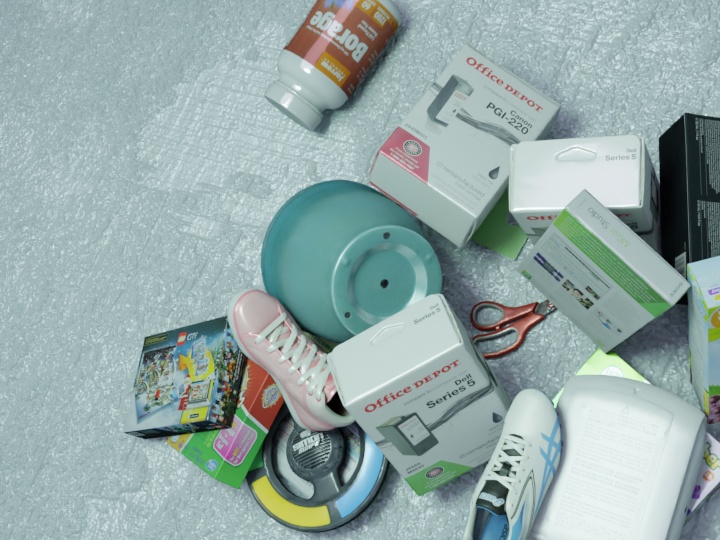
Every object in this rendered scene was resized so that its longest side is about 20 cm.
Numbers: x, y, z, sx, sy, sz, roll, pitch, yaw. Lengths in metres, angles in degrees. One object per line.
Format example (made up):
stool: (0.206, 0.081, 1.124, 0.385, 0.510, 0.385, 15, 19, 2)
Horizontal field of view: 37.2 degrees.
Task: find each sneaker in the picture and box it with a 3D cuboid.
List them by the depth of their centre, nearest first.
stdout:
sneaker: (0.158, 0.221, 1.122, 0.072, 0.072, 0.201, 14, 83, 32)
sneaker: (-0.067, 0.102, 1.237, 0.075, 0.201, 0.104, -42, 19, -31)

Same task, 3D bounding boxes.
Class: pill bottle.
pill bottle: (-0.042, -0.296, 1.460, 0.112, 0.112, 0.200, 34, 89, 27)

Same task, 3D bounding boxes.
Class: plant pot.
plant pot: (0.000, 0.000, 1.260, 0.201, 0.200, 0.188, -58, 21, -2)

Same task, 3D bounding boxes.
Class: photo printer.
photo printer: (0.273, 0.216, 1.148, 0.166, 0.069, 0.201, 14, 79, 28)

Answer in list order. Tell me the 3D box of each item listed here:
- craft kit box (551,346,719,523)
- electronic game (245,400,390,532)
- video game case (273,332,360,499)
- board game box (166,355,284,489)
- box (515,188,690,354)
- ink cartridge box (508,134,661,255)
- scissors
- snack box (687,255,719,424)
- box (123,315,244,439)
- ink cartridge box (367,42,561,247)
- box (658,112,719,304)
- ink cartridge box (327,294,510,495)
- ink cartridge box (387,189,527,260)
craft kit box: (0.285, 0.220, 1.205, 0.198, 0.049, 0.200, -47, 63, 0)
electronic game: (-0.055, 0.221, 1.320, 0.199, 0.042, 0.201, -7, 71, 22)
video game case: (-0.057, 0.178, 1.371, 0.200, 0.022, 0.182, 36, 90, 28)
board game box: (-0.157, 0.159, 1.367, 0.153, 0.040, 0.201, 16, 77, 55)
box: (0.252, 0.007, 1.140, 0.144, 0.200, 0.036, 44, 74, 8)
ink cartridge box: (0.262, -0.075, 1.215, 0.145, 0.200, 0.084, -2, 73, 22)
scissors: (0.224, 0.052, 1.299, 0.199, 0.014, 0.073, -17, 66, 16)
snack box: (0.424, 0.059, 1.087, 0.168, 0.200, 0.068, -15, 44, 5)
box: (-0.228, 0.142, 1.389, 0.200, 0.038, 0.137, -15, 58, 46)
ink cartridge box: (0.126, -0.153, 1.287, 0.145, 0.085, 0.200, 35, 65, 7)
box: (0.412, -0.062, 1.187, 0.140, 0.079, 0.201, 5, 74, -6)
ink cartridge box: (0.076, 0.141, 1.187, 0.145, 0.200, 0.084, -29, 42, 8)
ink cartridge box: (0.141, -0.120, 1.367, 0.200, 0.048, 0.146, 28, 85, 30)
